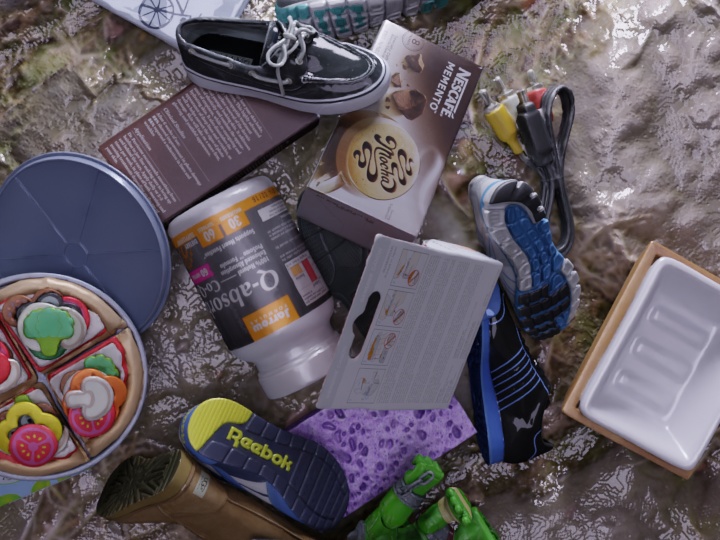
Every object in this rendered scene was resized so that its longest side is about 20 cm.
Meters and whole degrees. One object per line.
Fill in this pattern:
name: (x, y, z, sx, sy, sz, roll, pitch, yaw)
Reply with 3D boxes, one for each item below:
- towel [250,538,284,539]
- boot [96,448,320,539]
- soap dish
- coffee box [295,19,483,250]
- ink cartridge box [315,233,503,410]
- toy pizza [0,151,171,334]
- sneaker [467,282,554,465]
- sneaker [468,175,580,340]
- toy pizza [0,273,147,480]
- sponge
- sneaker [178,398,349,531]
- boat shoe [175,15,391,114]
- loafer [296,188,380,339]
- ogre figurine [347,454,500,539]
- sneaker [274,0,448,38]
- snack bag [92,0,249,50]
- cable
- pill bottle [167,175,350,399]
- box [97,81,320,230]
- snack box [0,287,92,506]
towel: (-0.023, 0.332, 0.875, 0.146, 0.022, 0.201, -1, 130, 11)
boot: (-0.150, 0.262, 0.897, 0.200, 0.175, 0.066, 40, 54, -25)
soap dish: (0.319, 0.093, 0.934, 0.157, 0.081, 0.201, 28, 89, -6)
coffee box: (0.030, -0.127, 0.871, 0.113, 0.080, 0.201, 25, 69, -4)
ink cartridge box: (0.038, 0.049, 0.821, 0.200, 0.050, 0.163, 11, 102, -47)
toy pizza: (-0.275, -0.020, 0.881, 0.199, 0.032, 0.201, 5, 111, 14)
sneaker: (0.157, 0.103, 0.931, 0.078, 0.070, 0.201, -7, 99, -8)
sneaker: (0.166, -0.018, 0.925, 0.075, 0.087, 0.201, -29, 118, -8)
toy pizza: (-0.304, 0.104, 0.840, 0.199, 0.032, 0.201, -1, 96, -14)
sponge: (0.009, 0.176, 0.937, 0.200, 0.030, 0.112, -32, 93, -3)
sneaker: (-0.096, 0.191, 0.885, 0.200, 0.082, 0.074, 40, 61, -20)
boat shoe: (-0.071, -0.198, 0.813, 0.198, 0.068, 0.074, 14, 70, 7)
loafer: (0.000, 0.000, 0.922, 0.072, 0.063, 0.201, -29, 91, 21)
ogre figurine: (0.072, 0.283, 0.914, 0.120, 0.200, 0.098, -34, 50, 7)
sneaker: (0.004, -0.300, 0.906, 0.199, 0.078, 0.092, -16, 78, -8)
snack bag: (-0.188, -0.333, 0.904, 0.199, 0.021, 0.189, 29, 90, -5)
cable: (0.195, -0.116, 0.947, 0.097, 0.050, 0.201, -25, 107, -19)
pill bottle: (-0.096, 0.018, 0.879, 0.116, 0.116, 0.201, -28, 94, -3)
box: (-0.149, -0.136, 0.891, 0.200, 0.075, 0.100, -34, 94, -1)
snack box: (-0.369, 0.129, 0.884, 0.142, 0.053, 0.201, -22, 101, -2)
